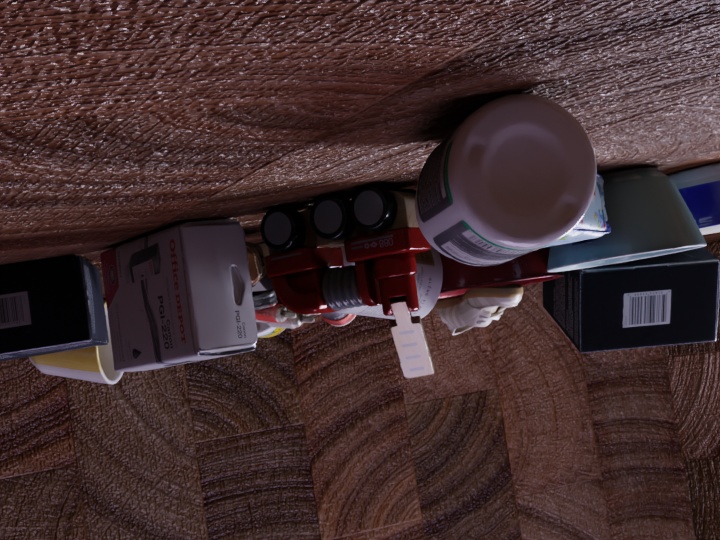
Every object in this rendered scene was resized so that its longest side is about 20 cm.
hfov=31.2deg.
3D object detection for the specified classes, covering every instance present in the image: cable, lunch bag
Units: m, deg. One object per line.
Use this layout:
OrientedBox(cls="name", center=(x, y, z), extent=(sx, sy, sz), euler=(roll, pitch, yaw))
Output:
OrientedBox(cls="cable", center=(-0.153, 0.054, 1.597), extent=(0.197, 0.051, 0.097), euler=(-8, 175, 25))
OrientedBox(cls="lunch bag", center=(0.183, -0.066, 1.461), extent=(0.159, 0.084, 0.199), euler=(-8, 176, 31))

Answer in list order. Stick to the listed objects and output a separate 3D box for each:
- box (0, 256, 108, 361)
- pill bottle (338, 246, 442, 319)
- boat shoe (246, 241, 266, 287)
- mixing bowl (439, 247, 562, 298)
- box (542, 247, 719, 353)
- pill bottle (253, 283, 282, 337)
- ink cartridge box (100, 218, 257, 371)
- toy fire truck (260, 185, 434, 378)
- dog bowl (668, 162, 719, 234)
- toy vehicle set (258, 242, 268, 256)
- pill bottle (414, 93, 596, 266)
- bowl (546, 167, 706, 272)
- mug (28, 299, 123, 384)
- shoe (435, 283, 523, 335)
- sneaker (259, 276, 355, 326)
OrientedBox(cls="box", center=(-0.424, 0.054, 1.594), extent=(0.197, 0.106, 0.182), euler=(-8, 175, -6))
OrientedBox(cls="pill bottle", center=(0.000, 0.000, 1.662), extent=(0.198, 0.116, 0.114), euler=(8, 167, -38))
OrientedBox(cls="boat shoe", center=(-0.153, -0.011, 1.594), extent=(0.073, 0.077, 0.200), euler=(-13, -174, -20))
OrientedBox(cls="mixing bowl", center=(0.170, -0.028, 1.764), extent=(0.197, 0.110, 0.200), euler=(-9, 175, -1))
OrientedBox(cls="box", center=(0.374, 0.020, 1.812), extent=(0.197, 0.126, 0.197), euler=(-4, -161, -6))
OrientedBox(cls="pill bottle", center=(-0.176, 0.063, 2.297), extent=(0.111, 0.115, 0.200), euler=(-9, 176, 3))
OrientedBox(cls="ink cartridge box", center=(-0.208, 0.032, 1.454), extent=(0.084, 0.148, 0.199), euler=(-5, 174, -40))
OrientedBox(cls="toy fire truck", center=(0.001, 0.022, 1.389), extent=(0.174, 0.203, 0.128), euler=(-11, 175, 28))
OrientedBox(cls="dog bowl", center=(0.501, -0.099, 1.731), extent=(0.197, 0.080, 0.200), euler=(-9, 176, -1))
OrientedBox(cls="toy vehicle set", center=(-0.059, -0.031, 1.805), extent=(0.123, 0.027, 0.198), euler=(-12, 175, 44))
OrientedBox(cls="pill bottle", center=(0.105, -0.064, 1.019), extent=(0.111, 0.115, 0.200), euler=(-8, 177, -9))
OrientedBox(cls="bowl", center=(0.322, -0.065, 1.604), extent=(0.198, 0.107, 0.201), euler=(-9, 176, -1))
OrientedBox(cls="mug", center=(-0.515, 0.112, 2.304), extent=(0.151, 0.189, 0.150), euler=(-1, -149, 12))
OrientedBox(cls="shoe", center=(0.160, 0.051, 1.699), extent=(0.069, 0.054, 0.200), euler=(-7, 176, -21))
OrientedBox(cls="sneaker", center=(-0.088, 0.013, 1.870), extent=(0.198, 0.078, 0.082), euler=(22, 171, 39))
